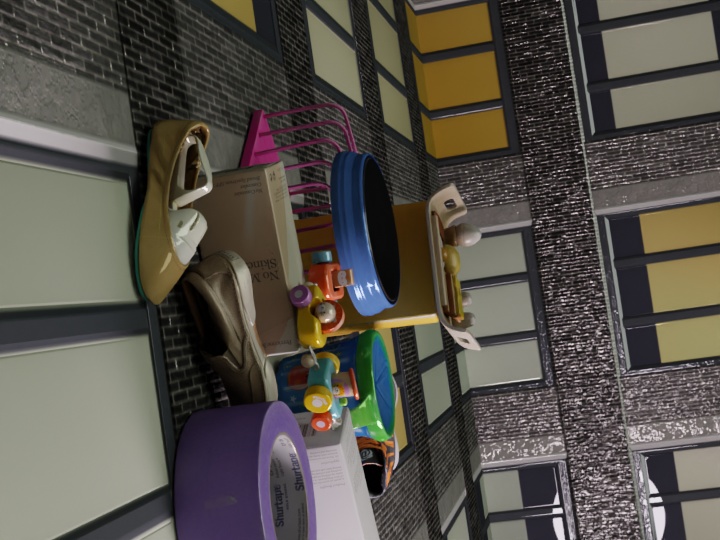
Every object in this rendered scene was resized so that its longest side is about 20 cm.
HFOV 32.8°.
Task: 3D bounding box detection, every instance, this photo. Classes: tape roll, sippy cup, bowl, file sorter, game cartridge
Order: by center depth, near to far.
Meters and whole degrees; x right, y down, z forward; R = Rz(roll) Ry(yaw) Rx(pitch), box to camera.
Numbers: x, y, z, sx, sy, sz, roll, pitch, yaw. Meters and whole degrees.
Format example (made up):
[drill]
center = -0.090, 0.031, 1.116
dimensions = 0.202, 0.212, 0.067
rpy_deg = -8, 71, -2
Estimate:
[tape roll]
center = -0.108, 0.231, 1.200
dimensions = 0.200, 0.085, 0.201
rpy_deg = -9, 90, -80
[bowl]
center = 0.009, -0.047, 1.478
dimensions = 0.201, 0.039, 0.201
rpy_deg = -9, 90, -78
[sippy cup]
center = -0.033, 0.149, 1.525
dimensions = 0.178, 0.130, 0.140
rpy_deg = 49, 34, -69
[file sorter]
center = -0.070, -0.103, 1.543
dimensions = 0.200, 0.125, 0.139
rpy_deg = -84, 162, -52
[game cartridge]
center = 0.000, 0.000, 1.627
dimensions = 0.032, 0.199, 0.177
rpy_deg = 65, 20, -58

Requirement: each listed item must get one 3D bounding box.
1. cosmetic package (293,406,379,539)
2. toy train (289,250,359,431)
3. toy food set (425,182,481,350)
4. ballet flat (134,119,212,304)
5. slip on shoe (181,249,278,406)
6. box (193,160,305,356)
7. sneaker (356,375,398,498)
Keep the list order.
[cosmetic package]
center = -0.047, 0.270, 1.424
dimensions = 0.085, 0.107, 0.201
rpy_deg = -76, 157, -65
[toy train]
center = -0.026, 0.074, 1.333
dimensions = 0.150, 0.055, 0.201
rpy_deg = 12, 71, -76
[toy food set]
center = 0.134, -0.001, 1.629
dimensions = 0.144, 0.060, 0.201
rpy_deg = 45, 38, -73
[ballet flat]
center = -0.172, -0.063, 1.150
dimensions = 0.069, 0.063, 0.201
rpy_deg = 62, 22, -58
[slip on shoe]
center = -0.136, 0.080, 1.249
dimensions = 0.061, 0.076, 0.201
rpy_deg = -29, 124, -39
[box]
center = -0.116, -0.011, 1.323
dimensions = 0.078, 0.095, 0.201
rpy_deg = -47, 127, -75
[sneaker]
center = 0.014, 0.213, 1.639
dimensions = 0.112, 0.077, 0.201
rpy_deg = -75, 153, -68
